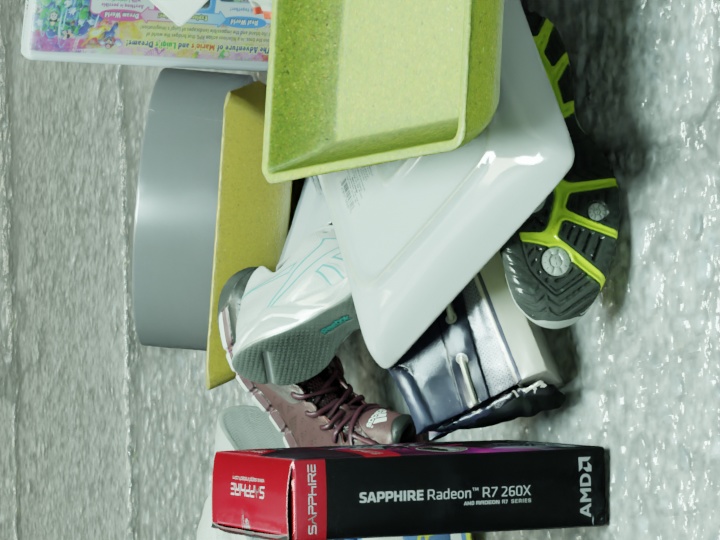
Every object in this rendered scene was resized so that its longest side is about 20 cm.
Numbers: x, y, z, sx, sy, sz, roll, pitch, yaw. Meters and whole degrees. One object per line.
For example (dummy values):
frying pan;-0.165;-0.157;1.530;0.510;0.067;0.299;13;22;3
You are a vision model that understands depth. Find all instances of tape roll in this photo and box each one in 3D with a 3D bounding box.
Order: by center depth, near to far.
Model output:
tape roll;-0.117;-0.043;2.014;0.200;0.066;0.202;5;-90;-87

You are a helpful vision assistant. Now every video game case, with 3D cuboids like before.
video game case;-0.138;-0.237;2.004;0.024;0.199;0.183;-143;58;-60

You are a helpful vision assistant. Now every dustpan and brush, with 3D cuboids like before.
dustpan and brush;0.014;-0.083;1.804;0.199;0.057;0.140;-15;47;41

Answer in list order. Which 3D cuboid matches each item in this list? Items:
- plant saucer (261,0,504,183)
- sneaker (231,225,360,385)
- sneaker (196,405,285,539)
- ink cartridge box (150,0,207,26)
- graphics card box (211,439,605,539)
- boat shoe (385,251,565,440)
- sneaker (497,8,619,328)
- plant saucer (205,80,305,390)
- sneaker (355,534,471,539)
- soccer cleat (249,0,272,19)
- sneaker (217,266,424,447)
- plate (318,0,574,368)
plant saucer;0.022;-0.154;1.585;0.200;0.048;0.201;-7;77;55
sneaker;0.000;0.000;1.758;0.199;0.070;0.081;-23;49;26
sneaker;-0.070;0.196;1.997;0.200;0.073;0.116;-111;29;-59
ink cartridge box;-0.146;-0.281;1.861;0.129;0.125;0.200;-44;37;6
graphics card box;0.027;0.125;1.610;0.125;0.199;0.051;175;95;-67
boat shoe;0.044;0.004;1.655;0.075;0.092;0.201;39;-151;-68
sneaker;0.104;-0.053;1.625;0.077;0.075;0.201;99;167;-60
plant saucer;-0.066;-0.026;1.948;0.200;0.048;0.201;-55;-29;-82
sneaker;0.005;0.205;1.802;0.201;0.082;0.074;113;147;-43
soccer cleat;-0.021;-0.199;1.759;0.200;0.069;0.078;-173;77;-68
sneaker;-0.012;0.082;1.827;0.115;0.076;0.201;-16;103;56
plate;0.033;-0.078;1.624;0.200;0.032;0.200;-49;44;36
